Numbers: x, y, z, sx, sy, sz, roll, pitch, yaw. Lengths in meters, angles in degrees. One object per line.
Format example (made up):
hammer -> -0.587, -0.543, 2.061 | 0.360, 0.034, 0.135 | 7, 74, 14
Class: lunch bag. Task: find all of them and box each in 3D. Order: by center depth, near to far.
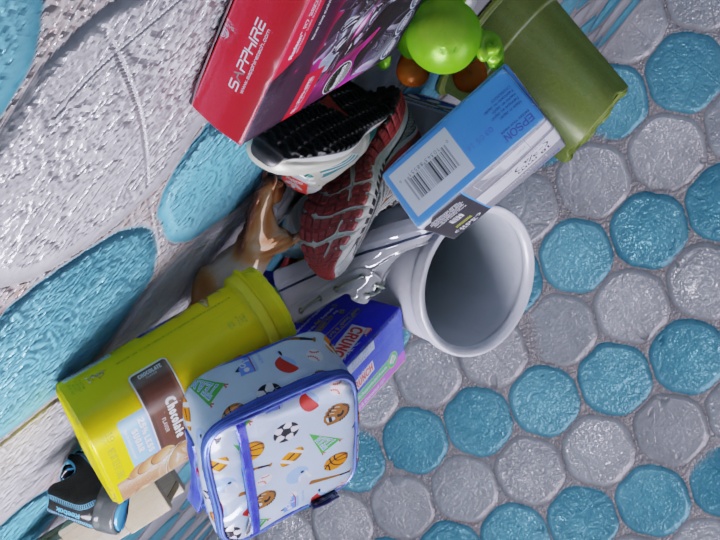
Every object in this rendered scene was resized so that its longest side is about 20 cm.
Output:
lunch bag -> -0.080, 0.155, 0.843 | 0.158, 0.076, 0.202 | -23, 140, -22

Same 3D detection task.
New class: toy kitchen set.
toy kitchen set -> -0.269, 0.344, 1.140 | 0.198, 0.182, 0.163 | -32, -174, 4

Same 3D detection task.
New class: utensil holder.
utensil holder -> 0.075, -0.009, 1.111 | 0.170, 0.171, 0.199 | -46, -146, -17

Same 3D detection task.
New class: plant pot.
plant pot -> 0.230, -0.244, 1.202 | 0.200, 0.189, 0.200 | -48, 172, -9

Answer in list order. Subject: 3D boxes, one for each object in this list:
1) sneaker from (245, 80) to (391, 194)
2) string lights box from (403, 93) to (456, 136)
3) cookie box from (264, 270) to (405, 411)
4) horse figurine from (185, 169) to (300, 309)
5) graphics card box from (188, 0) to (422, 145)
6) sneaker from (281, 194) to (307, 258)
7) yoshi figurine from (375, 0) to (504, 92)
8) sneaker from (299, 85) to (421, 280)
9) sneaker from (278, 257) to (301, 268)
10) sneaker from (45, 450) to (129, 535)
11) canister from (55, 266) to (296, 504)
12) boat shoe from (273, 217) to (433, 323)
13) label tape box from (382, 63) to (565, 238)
sneaker -> -0.042, -0.096, 0.799 | 0.094, 0.070, 0.200 | -59, 172, 29
string lights box -> 0.082, -0.156, 1.065 | 0.200, 0.101, 0.060 | -30, 139, -70
cookie box -> -0.076, 0.092, 1.040 | 0.171, 0.197, 0.076 | -42, 134, -41
horse figurine -> -0.112, -0.002, 0.919 | 0.200, 0.050, 0.132 | -45, 163, 13
graphics card box -> -0.018, -0.174, 0.632 | 0.200, 0.051, 0.126 | -43, 170, -47
sneaker -> -0.020, -0.078, 1.061 | 0.199, 0.075, 0.082 | -32, 179, -36
yoshi figurine -> 0.067, -0.196, 0.818 | 0.112, 0.112, 0.200 | -41, 170, -1
sneaker -> 0.011, -0.077, 0.910 | 0.082, 0.077, 0.202 | 46, 61, -40
sneaker -> -0.047, -0.018, 1.181 | 0.201, 0.077, 0.085 | -52, 163, 1
sneaker -> -0.271, 0.203, 1.009 | 0.200, 0.080, 0.075 | -99, -159, -77
canister -> -0.157, 0.105, 0.851 | 0.198, 0.087, 0.150 | -31, 147, -22
boat shoe -> 0.000, 0.000, 0.980 | 0.198, 0.068, 0.073 | -21, 179, 35
label tape box -> 0.117, -0.100, 0.892 | 0.144, 0.064, 0.200 | -40, 166, 14
